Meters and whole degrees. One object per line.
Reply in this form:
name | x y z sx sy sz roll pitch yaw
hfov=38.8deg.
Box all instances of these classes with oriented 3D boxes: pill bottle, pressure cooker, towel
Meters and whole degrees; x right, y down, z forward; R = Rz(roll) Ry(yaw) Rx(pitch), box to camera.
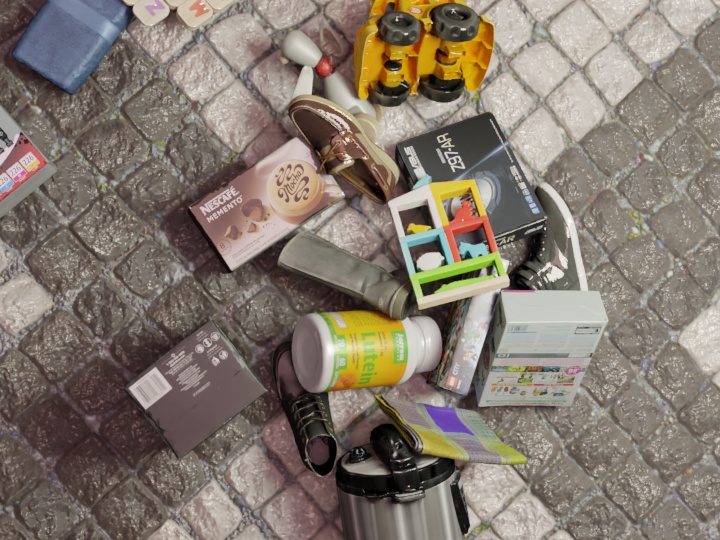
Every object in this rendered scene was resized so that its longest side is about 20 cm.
pill bottle | 0.013 0.112 1.463 0.200 0.111 0.111 -2 87 -29
pressure cooker | 0.054 0.317 1.430 0.179 0.176 0.200 -18 102 -51
towel | 0.126 0.227 1.447 0.200 0.144 0.023 15 105 -30
towel | -0.406 -0.360 1.481 0.112 0.049 0.200 35 82 -8

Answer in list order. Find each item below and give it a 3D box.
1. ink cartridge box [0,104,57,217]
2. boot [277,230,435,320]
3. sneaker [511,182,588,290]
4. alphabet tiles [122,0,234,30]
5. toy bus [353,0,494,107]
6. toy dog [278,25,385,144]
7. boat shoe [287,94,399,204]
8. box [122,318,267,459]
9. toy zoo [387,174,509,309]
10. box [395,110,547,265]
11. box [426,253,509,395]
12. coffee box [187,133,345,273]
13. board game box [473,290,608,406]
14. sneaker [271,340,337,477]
ink cartridge box | -0.563 -0.148 1.428 0.200 0.084 0.176 -42 93 -8
boot | 0.001 -0.002 1.498 0.200 0.182 0.073 19 108 20
sneaker | 0.273 -0.029 1.545 0.099 0.071 0.200 -16 93 -14
alphabet tiles | -0.278 -0.451 1.494 0.196 0.015 0.200 -42 93 -25
toy bus | 0.070 -0.351 1.497 0.200 0.136 0.192 -9 51 -18
toy dog | -0.050 -0.254 1.505 0.096 0.132 0.200 -37 87 30
boat shoe | -0.026 -0.167 1.449 0.200 0.072 0.072 42 41 -26
box | -0.224 0.158 1.400 0.148 0.200 0.124 -38 91 -8
toy zoo | 0.118 -0.052 1.439 0.131 0.020 0.200 -14 63 -1
box | 0.161 -0.124 1.515 0.160 0.044 0.200 -19 67 -9
box | 0.154 0.079 1.490 0.038 0.137 0.200 19 84 -5
coffee box | -0.139 -0.096 1.487 0.200 0.080 0.113 -34 93 -9
board game box | 0.254 0.116 1.475 0.147 0.200 0.064 1 46 -8
sneaker | -0.072 0.196 1.466 0.075 0.106 0.200 -19 89 -9
